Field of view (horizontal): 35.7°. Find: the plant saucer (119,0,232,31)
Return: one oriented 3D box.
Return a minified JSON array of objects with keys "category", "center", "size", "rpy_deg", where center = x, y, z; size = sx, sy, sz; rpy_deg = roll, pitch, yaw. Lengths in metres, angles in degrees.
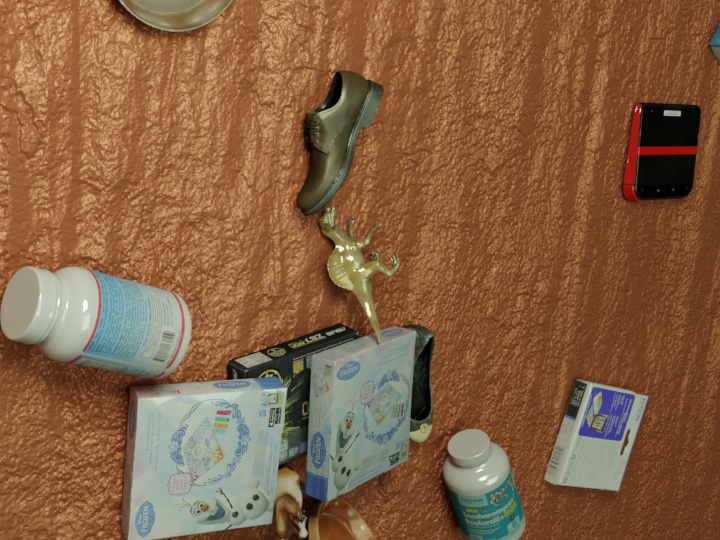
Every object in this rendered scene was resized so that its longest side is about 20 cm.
[{"category":"plant saucer","center":[-0.215,-0.375,1.272],"size":[0.200,0.032,0.201],"rpy_deg":[-16,115,-39]}]

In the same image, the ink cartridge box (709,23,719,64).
[{"category":"ink cartridge box","center":[0.776,-0.453,2.081],"size":[0.145,0.147,0.200],"rpy_deg":[40,76,-42]}]

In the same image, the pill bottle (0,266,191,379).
[{"category":"pill bottle","center":[-0.301,0.057,1.279],"size":[0.200,0.109,0.109],"rpy_deg":[19,91,-44]}]

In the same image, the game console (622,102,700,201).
[{"category":"game console","center":[0.549,-0.214,2.036],"size":[0.200,0.031,0.177],"rpy_deg":[-6,103,-42]}]

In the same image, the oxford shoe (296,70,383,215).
[{"category":"oxford shoe","center":[-0.048,-0.171,1.477],"size":[0.084,0.073,0.200],"rpy_deg":[24,85,-28]}]

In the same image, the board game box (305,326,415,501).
[{"category":"board game box","center":[0.003,0.195,1.565],"size":[0.200,0.043,0.199],"rpy_deg":[-14,113,-53]}]

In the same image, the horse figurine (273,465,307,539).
[{"category":"horse figurine","center":[-0.096,0.328,1.531],"size":[0.050,0.200,0.133],"rpy_deg":[-9,115,-2]}]

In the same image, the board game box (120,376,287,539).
[{"category":"board game box","center":[-0.202,0.241,1.440],"size":[0.199,0.043,0.200],"rpy_deg":[-1,108,-29]}]

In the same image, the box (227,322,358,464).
[{"category":"box","center":[-0.090,0.176,1.555],"size":[0.200,0.049,0.162],"rpy_deg":[-16,117,-39]}]

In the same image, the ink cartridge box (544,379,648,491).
[{"category":"ink cartridge box","center":[0.443,0.311,2.093],"size":[0.200,0.043,0.198],"rpy_deg":[16,93,-42]}]

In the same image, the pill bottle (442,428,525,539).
[{"category":"pill bottle","center":[0.199,0.357,1.837],"size":[0.111,0.111,0.200],"rpy_deg":[-38,126,-28]}]

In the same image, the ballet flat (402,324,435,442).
[{"category":"ballet flat","center":[0.086,0.177,1.711],"size":[0.066,0.057,0.200],"rpy_deg":[-22,118,-35]}]

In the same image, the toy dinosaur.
[{"category":"toy dinosaur","center":[0.000,0.000,1.562],"size":[0.101,0.058,0.200],"rpy_deg":[-26,93,-36]}]

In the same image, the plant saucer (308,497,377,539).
[{"category":"plant saucer","center":[-0.017,0.427,1.630],"size":[0.032,0.201,0.200],"rpy_deg":[-30,135,18]}]
